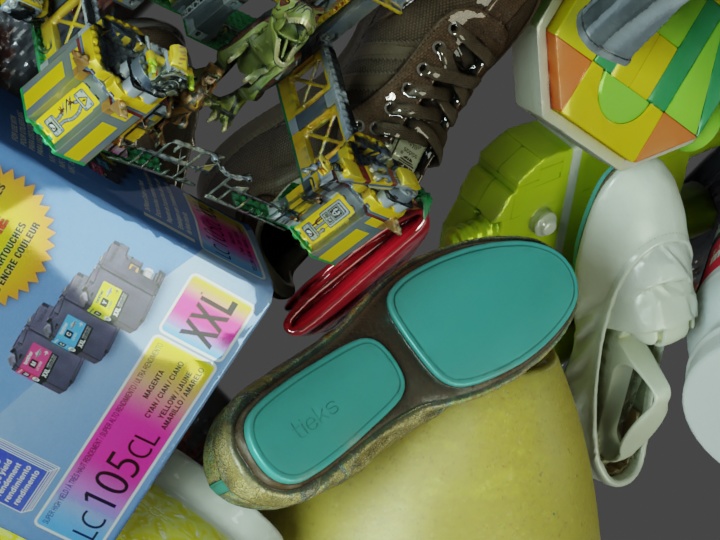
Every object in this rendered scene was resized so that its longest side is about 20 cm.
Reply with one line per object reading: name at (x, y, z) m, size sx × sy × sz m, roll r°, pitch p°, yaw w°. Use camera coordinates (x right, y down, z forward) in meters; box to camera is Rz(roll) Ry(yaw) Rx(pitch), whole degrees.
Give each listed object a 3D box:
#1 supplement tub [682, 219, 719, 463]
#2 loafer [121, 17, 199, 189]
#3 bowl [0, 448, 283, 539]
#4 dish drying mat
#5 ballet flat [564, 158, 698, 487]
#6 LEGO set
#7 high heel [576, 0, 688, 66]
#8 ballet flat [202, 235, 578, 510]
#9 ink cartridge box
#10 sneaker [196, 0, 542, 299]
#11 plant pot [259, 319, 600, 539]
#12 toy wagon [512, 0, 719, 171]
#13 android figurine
supplement tub at (0.255, 0.007, 1.161) m, size 0.141 × 0.139 × 0.201 m, roll 83°, pitch 24°, yaw -46°
loafer at (-0.102, -0.009, 0.900) m, size 0.073 × 0.071 × 0.201 m, roll -10°, pitch 129°, yaw -40°
bowl at (-0.095, 0.139, 0.948) m, size 0.108 × 0.199 × 0.200 m, roll -52°, pitch 145°, yaw -14°
dish drying mat at (0.000, 0.000, 0.968) m, size 0.077 × 0.018 × 0.200 m, roll -40°, pitch 177°, yaw 1°
ballet flat at (0.143, 0.033, 1.126) m, size 0.069 × 0.069 × 0.201 m, roll -22°, pitch 138°, yaw -32°
LEGO set at (-0.032, -0.101, 0.809) m, size 0.116 × 0.155 × 0.199 m, roll -36°, pitch 135°, yaw 30°
high heel at (0.214, -0.124, 0.966) m, size 0.199 × 0.072 × 0.143 m, roll 10°, pitch 146°, yaw -29°
ballet flat at (0.010, 0.044, 0.945) m, size 0.199 × 0.071 × 0.071 m, roll -31°, pitch 141°, yaw -33°
ink cartridge box at (-0.153, 0.005, 0.812) m, size 0.199 × 0.076 × 0.137 m, roll 29°, pitch 101°, yaw -20°
sneaker at (0.017, -0.066, 0.932) m, size 0.200 × 0.076 × 0.070 m, roll -43°, pitch 137°, yaw 16°
plant pot at (0.032, 0.097, 1.052) m, size 0.199 × 0.199 × 0.143 m, roll -5°, pitch 112°, yaw -43°
toy wagon at (0.149, -0.150, 1.027) m, size 0.155 × 0.040 × 0.201 m, roll 29°, pitch 94°, yaw -40°
android figurine at (0.116, -0.028, 1.134) m, size 0.199 × 0.041 × 0.183 m, roll -21°, pitch 136°, yaw -35°
